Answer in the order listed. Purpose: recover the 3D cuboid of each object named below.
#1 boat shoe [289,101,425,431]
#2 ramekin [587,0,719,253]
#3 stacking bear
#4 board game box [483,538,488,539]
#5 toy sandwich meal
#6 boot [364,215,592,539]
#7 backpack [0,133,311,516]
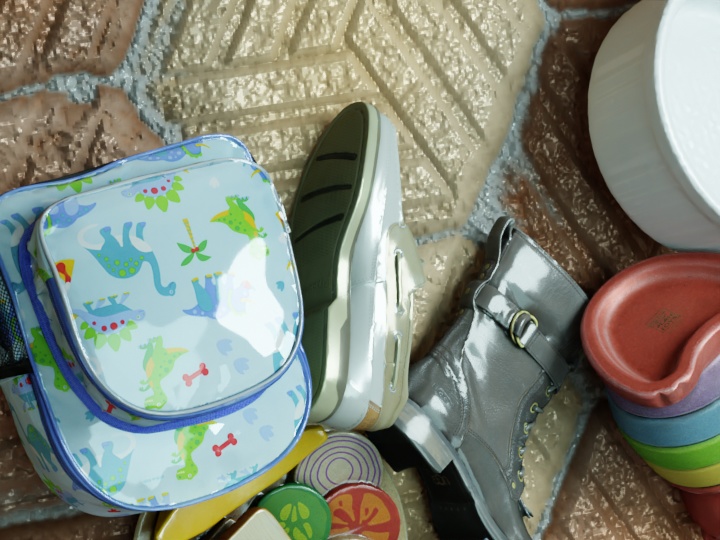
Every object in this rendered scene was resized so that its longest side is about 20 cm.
[{"bbox_3d":[0.000,0.000,1.680,0.068,0.075,0.200,17,74,-31],"label":"boat shoe"},{"bbox_3d":[0.240,-0.101,1.759,0.200,0.098,0.201,7,76,-30],"label":"ramekin"},{"bbox_3d":[0.223,0.095,1.773,0.121,0.114,0.200,-43,129,-18],"label":"stacking bear"},{"bbox_3d":[0.060,0.275,1.713,0.200,0.062,0.200,-20,121,-10],"label":"board game box"},{"bbox_3d":[-0.052,0.181,1.677,0.205,0.070,0.206,-2,95,-26],"label":"toy sandwich meal"},{"bbox_3d":[0.104,0.088,1.750,0.174,0.069,0.200,-48,119,-23],"label":"boot"},{"bbox_3d":[-0.119,0.036,1.574,0.183,0.147,0.200,-16,90,-23],"label":"backpack"}]
